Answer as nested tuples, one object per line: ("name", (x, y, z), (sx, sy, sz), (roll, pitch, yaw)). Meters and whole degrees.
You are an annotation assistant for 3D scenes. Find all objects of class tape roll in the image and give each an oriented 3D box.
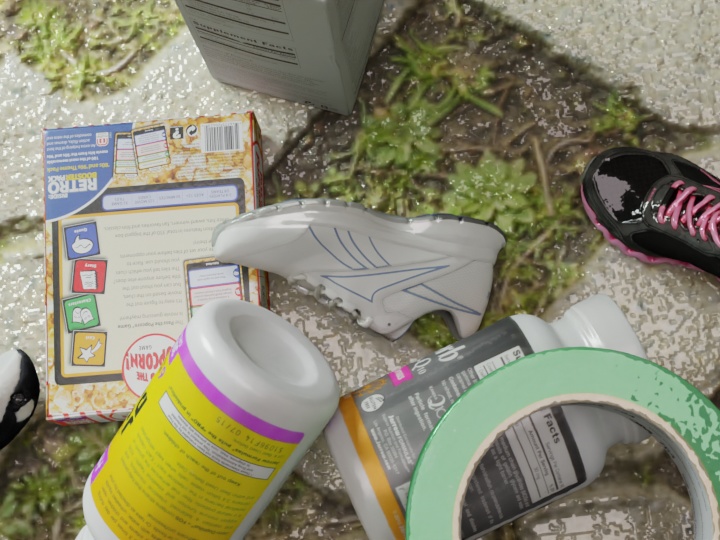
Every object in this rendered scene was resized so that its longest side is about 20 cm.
("tape roll", (0.124, 0.145, 0.743), (0.198, 0.048, 0.203), (0, 82, 1))

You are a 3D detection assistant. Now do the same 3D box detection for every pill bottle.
("pill bottle", (-0.105, 0.123, 0.818), (0.104, 0.104, 0.201), (39, 110, 11))
("pill bottle", (0.083, 0.098, 0.832), (0.198, 0.116, 0.117), (-25, 77, -2))

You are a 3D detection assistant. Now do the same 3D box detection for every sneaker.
("sneaker", (0.236, -0.027, 0.859), (0.199, 0.095, 0.080), (30, 83, 11))
("sneaker", (0.000, 0.000, 0.864), (0.197, 0.074, 0.088), (7, 87, -12))

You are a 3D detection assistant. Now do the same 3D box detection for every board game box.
("board game box", (-0.139, -0.001, 0.903), (0.149, 0.046, 0.203), (-4, 78, 3))

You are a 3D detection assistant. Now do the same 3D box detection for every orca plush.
("orca plush", (-0.277, 0.145, 0.868), (0.071, 0.105, 0.201), (53, 56, -25))

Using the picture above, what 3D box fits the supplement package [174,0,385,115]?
("supplement package", (-0.049, -0.197, 0.860), (0.108, 0.200, 0.115), (15, 79, 7))
